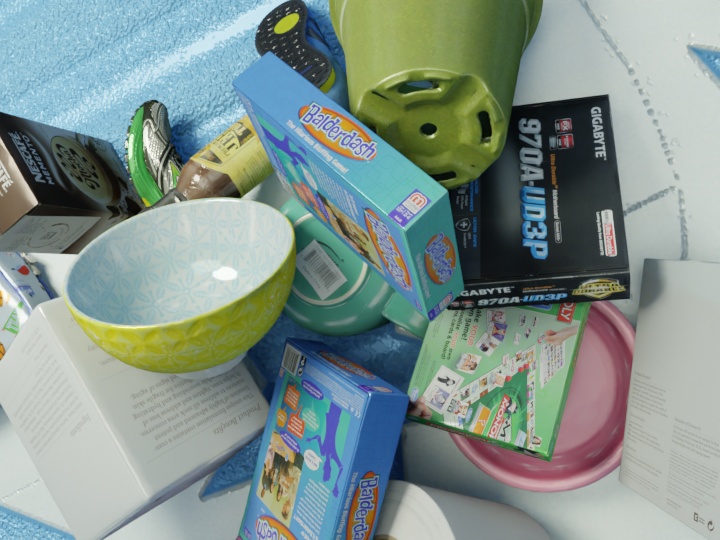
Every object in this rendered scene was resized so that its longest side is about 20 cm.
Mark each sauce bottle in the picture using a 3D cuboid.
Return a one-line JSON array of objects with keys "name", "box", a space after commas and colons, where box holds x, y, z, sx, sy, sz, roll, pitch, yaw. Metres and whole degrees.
[{"name": "sauce bottle", "box": [-0.135, -0.102, 0.776, 0.200, 0.065, 0.065, -42, 79, -15]}]

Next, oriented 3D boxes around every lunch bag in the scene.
[{"name": "lunch bag", "box": [-0.446, 0.064, 0.897, 0.200, 0.075, 0.160, -45, 77, 12]}]

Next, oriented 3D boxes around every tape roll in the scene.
[{"name": "tape roll", "box": [0.067, 0.297, 0.669, 0.202, 0.138, 0.204, -32, 47, 42]}]

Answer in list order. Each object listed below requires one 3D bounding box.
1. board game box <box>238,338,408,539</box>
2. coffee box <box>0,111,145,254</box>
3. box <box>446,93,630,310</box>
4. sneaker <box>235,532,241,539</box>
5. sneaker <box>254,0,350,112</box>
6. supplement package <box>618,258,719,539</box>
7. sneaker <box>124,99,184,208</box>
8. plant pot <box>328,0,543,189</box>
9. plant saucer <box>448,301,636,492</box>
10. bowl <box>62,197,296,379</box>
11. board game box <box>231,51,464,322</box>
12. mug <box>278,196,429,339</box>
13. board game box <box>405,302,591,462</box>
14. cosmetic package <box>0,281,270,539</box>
[{"name": "board game box", "box": [-0.039, 0.180, 0.682, 0.152, 0.045, 0.202, 23, 100, 55]}, {"name": "coffee box", "box": [-0.320, -0.084, 0.795, 0.079, 0.200, 0.114, -34, 82, 13]}, {"name": "box", "box": [0.153, -0.063, 0.692, 0.157, 0.046, 0.202, -4, 56, 16]}, {"name": "sneaker", "box": [-0.098, 0.316, 0.743, 0.095, 0.200, 0.080, 27, 91, 2]}, {"name": "sneaker", "box": [-0.053, -0.202, 0.771, 0.066, 0.079, 0.201, -32, 46, 9]}, {"name": "supplement package", "box": [0.322, 0.099, 0.618, 0.149, 0.152, 0.202, 6, 92, -9]}, {"name": "sneaker", "box": [-0.193, -0.088, 0.833, 0.084, 0.078, 0.202, -16, 95, 8]}, {"name": "plant pot", "box": [0.060, -0.176, 0.650, 0.198, 0.201, 0.191, -6, 47, 15]}, {"name": "plant saucer", "box": [0.173, 0.107, 0.735, 0.198, 0.051, 0.203, 0, 89, 16]}, {"name": "bowl", "box": [-0.146, 0.030, 0.679, 0.198, 0.201, 0.109, 1, 124, 15]}, {"name": "board game box", "box": [-0.006, -0.064, 0.612, 0.045, 0.152, 0.200, -41, 63, -11]}, {"name": "mug", "box": [-0.004, -0.011, 0.751, 0.183, 0.114, 0.154, 3, 91, 16]}, {"name": "board game box", "box": [0.129, 0.053, 0.687, 0.133, 0.029, 0.202, 12, 71, 24]}, {"name": "cosmetic package", "box": [-0.227, 0.128, 0.760, 0.166, 0.167, 0.201, -40, 79, 39]}]
